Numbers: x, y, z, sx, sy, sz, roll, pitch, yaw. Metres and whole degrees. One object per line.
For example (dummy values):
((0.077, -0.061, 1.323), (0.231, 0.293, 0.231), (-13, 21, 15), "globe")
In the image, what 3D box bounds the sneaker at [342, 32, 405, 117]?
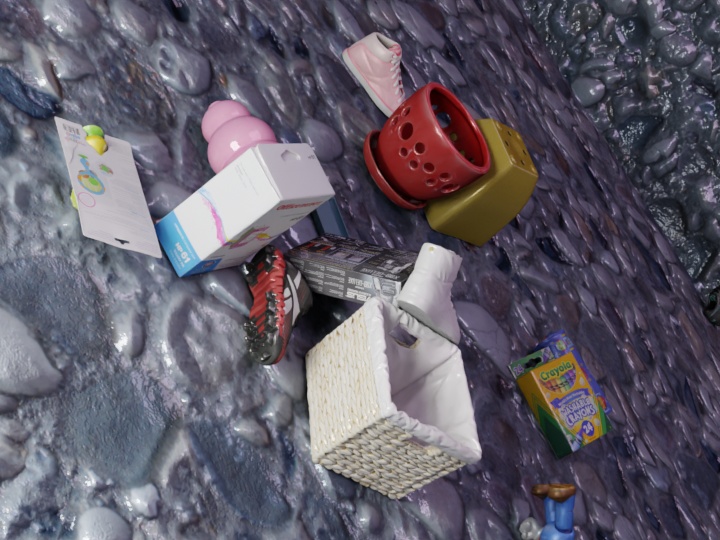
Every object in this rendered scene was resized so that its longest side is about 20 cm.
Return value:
((0.062, -0.401, 2.201), (0.200, 0.104, 0.075), (50, 27, -13), "sneaker")

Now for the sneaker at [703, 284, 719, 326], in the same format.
((1.138, 0.072, 3.317), (0.079, 0.201, 0.075), (29, -5, -17), "sneaker")

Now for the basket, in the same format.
((0.039, 0.181, 1.490), (0.198, 0.160, 0.201), (32, 37, -37), "basket")

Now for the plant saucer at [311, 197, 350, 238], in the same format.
((-0.038, -0.043, 1.758), (0.070, 0.019, 0.201), (11, 50, -53), "plant saucer")

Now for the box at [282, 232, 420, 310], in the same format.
((0.000, 0.000, 1.603), (0.158, 0.199, 0.050), (-30, 130, -62), "box")

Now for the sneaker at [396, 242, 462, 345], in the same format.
((0.121, 0.031, 1.550), (0.116, 0.073, 0.200), (-65, 156, -13), "sneaker")

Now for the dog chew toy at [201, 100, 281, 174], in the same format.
((-0.170, -0.171, 1.586), (0.124, 0.124, 0.201), (0, 52, -57), "dog chew toy")

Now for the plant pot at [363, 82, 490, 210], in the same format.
((0.121, -0.223, 2.020), (0.200, 0.182, 0.201), (37, 32, -29), "plant pot")

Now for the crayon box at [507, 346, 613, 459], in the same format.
((0.381, 0.241, 2.032), (0.125, 0.052, 0.201), (-18, 74, -37), "crayon box")

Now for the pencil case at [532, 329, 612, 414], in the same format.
((0.422, 0.218, 2.136), (0.078, 0.087, 0.201), (-26, 80, -21), "pencil case")

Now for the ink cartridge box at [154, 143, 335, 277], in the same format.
((-0.154, -0.082, 1.423), (0.085, 0.200, 0.144), (59, 29, 9), "ink cartridge box")

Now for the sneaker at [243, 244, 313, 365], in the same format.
((-0.109, 0.057, 1.483), (0.098, 0.071, 0.201), (34, 34, -31), "sneaker")

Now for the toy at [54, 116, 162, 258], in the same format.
((-0.325, -0.095, 1.335), (0.115, 0.047, 0.201), (18, 42, -45), "toy")

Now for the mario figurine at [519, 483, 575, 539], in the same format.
((0.300, 0.441, 1.681), (0.123, 0.105, 0.202), (24, 61, -74), "mario figurine")

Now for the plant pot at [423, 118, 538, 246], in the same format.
((0.238, -0.196, 2.158), (0.195, 0.200, 0.195), (14, 48, -50), "plant pot")
